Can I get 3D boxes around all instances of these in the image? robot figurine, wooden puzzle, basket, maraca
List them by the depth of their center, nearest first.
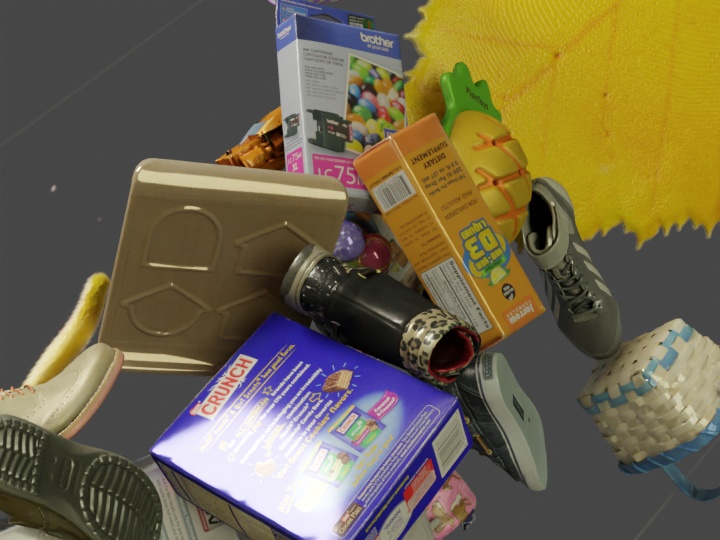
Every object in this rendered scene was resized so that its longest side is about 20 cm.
[{"bbox_3d":[-0.121,-0.002,1.260,0.184,0.046,0.201,4,121,-21],"label":"wooden puzzle"},{"bbox_3d":[-0.032,-0.109,1.375,0.200,0.058,0.146,-37,110,-30],"label":"robot figurine"},{"bbox_3d":[0.111,-0.105,1.442,0.137,0.106,0.201,31,54,-55],"label":"maraca"},{"bbox_3d":[0.341,0.154,1.523,0.200,0.176,0.139,50,56,-7],"label":"basket"}]

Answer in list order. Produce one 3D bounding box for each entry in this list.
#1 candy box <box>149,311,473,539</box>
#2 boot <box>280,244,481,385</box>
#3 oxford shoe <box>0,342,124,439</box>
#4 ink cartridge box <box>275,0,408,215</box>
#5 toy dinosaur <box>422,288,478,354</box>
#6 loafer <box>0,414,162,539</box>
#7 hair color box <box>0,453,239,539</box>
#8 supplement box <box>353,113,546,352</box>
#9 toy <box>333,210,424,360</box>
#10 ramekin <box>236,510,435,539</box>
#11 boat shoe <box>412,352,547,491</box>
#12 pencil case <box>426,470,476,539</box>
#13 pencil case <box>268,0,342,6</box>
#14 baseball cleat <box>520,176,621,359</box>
[{"bbox_3d":[-0.040,0.144,1.192,0.169,0.199,0.077,-49,145,-26],"label":"candy box"},{"bbox_3d":[0.035,0.051,1.251,0.074,0.153,0.203,-62,153,-1],"label":"boot"},{"bbox_3d":[-0.275,0.118,1.191,0.200,0.071,0.074,-46,106,-28],"label":"oxford shoe"},{"bbox_3d":[-0.015,-0.153,1.324,0.119,0.042,0.201,6,69,-35],"label":"ink cartridge box"},{"bbox_3d":[0.091,0.044,1.416,0.200,0.076,0.103,59,39,-66],"label":"toy dinosaur"},{"bbox_3d":[-0.235,0.170,1.148,0.200,0.069,0.076,41,51,-37],"label":"loafer"},{"bbox_3d":[-0.207,0.225,1.229,0.199,0.061,0.100,-21,97,-32],"label":"hair color box"},{"bbox_3d":[0.078,-0.030,1.279,0.066,0.069,0.201,-31,93,-38],"label":"supplement box"},{"bbox_3d":[0.000,0.000,1.356,0.115,0.047,0.200,-54,134,-18],"label":"toy"},{"bbox_3d":[-0.022,0.262,1.272,0.202,0.202,0.095,-44,119,-28],"label":"ramekin"},{"bbox_3d":[0.120,0.152,1.448,0.201,0.090,0.071,61,28,-43],"label":"boat shoe"},{"bbox_3d":[0.025,0.168,1.371,0.083,0.086,0.200,-40,106,-14],"label":"pencil case"},{"bbox_3d":[-0.010,-0.302,1.402,0.199,0.084,0.086,-13,53,-34],"label":"pencil case"},{"bbox_3d":[0.204,0.005,1.497,0.201,0.069,0.106,65,23,0],"label":"baseball cleat"}]
